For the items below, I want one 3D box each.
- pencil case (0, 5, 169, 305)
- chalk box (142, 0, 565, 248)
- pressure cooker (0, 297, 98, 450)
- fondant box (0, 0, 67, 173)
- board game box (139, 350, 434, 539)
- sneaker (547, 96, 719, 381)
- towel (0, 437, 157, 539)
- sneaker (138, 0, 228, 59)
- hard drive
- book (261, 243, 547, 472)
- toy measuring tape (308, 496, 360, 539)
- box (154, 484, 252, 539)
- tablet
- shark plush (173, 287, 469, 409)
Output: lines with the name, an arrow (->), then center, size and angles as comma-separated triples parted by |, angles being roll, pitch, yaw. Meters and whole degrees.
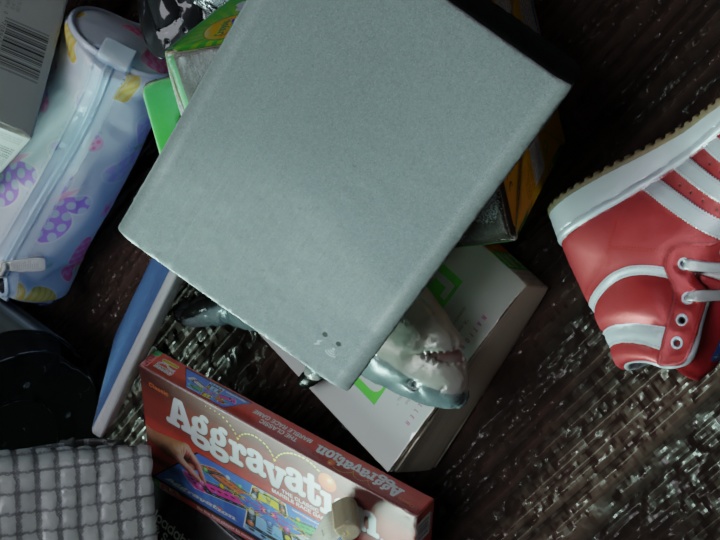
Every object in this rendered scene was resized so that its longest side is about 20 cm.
pencil case -> -0.193, -0.073, 0.999 | 0.083, 0.091, 0.200 | 35, 113, 5
chalk box -> -0.013, -0.084, 0.783 | 0.199, 0.124, 0.125 | -5, 115, 23
pressure cooker -> -0.299, 0.084, 1.042 | 0.200, 0.179, 0.176 | 31, 90, 34
fondant box -> -0.259, -0.119, 1.005 | 0.200, 0.058, 0.145 | -30, 44, 52
board game box -> -0.046, 0.128, 0.891 | 0.200, 0.019, 0.103 | 25, 133, 27
sneaker -> 0.182, -0.020, 0.713 | 0.200, 0.071, 0.113 | -33, 68, 43
towel -> -0.207, 0.202, 0.925 | 0.086, 0.165, 0.201 | -176, 82, -72
sneaker -> -0.063, -0.160, 0.907 | 0.200, 0.075, 0.114 | 41, 117, 36
hard drive -> -0.011, -0.055, 0.704 | 0.139, 0.033, 0.200 | 35, 122, 0
book -> 0.000, 0.000, 0.882 | 0.200, 0.048, 0.134 | 43, 111, 30
toy measuring tape -> -0.022, 0.212, 0.881 | 0.074, 0.073, 0.200 | 46, 125, 28
box -> -0.121, 0.236, 0.990 | 0.143, 0.036, 0.200 | 35, 114, 32
tablet -> -0.117, -0.005, 0.942 | 0.200, 0.014, 0.130 | -61, 14, 22
shark plush -> -0.034, 0.033, 0.838 | 0.199, 0.091, 0.084 | -4, 113, 28
